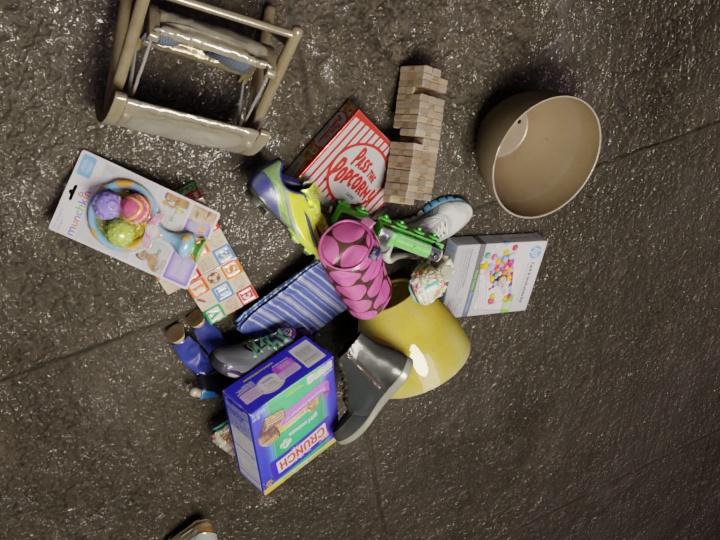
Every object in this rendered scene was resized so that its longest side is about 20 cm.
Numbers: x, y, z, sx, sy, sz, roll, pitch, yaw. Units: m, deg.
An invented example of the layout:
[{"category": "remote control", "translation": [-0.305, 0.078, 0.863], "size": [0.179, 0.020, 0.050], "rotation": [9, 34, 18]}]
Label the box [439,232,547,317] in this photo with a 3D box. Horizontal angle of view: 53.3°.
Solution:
[{"category": "box", "translation": [0.240, 0.009, 1.342], "size": [0.198, 0.041, 0.157], "rotation": [-4, 122, -26]}]

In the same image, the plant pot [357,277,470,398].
[{"category": "plant pot", "translation": [0.073, 0.099, 1.233], "size": [0.199, 0.200, 0.143], "rotation": [-28, 115, -8]}]

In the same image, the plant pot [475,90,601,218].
[{"category": "plant pot", "translation": [0.263, -0.204, 1.158], "size": [0.198, 0.135, 0.202], "rotation": [-13, 125, -20]}]

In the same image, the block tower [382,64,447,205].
[{"category": "block tower", "translation": [0.083, -0.199, 1.075], "size": [0.054, 0.058, 0.202], "rotation": [3, 98, -40]}]

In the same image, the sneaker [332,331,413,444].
[{"category": "sneaker", "translation": [-0.011, 0.186, 1.155], "size": [0.106, 0.075, 0.201], "rotation": [33, 113, -7]}]

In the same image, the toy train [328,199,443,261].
[{"category": "toy train", "translation": [0.044, -0.058, 1.106], "size": [0.198, 0.057, 0.042], "rotation": [19, 112, -19]}]

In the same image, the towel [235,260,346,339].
[{"category": "towel", "translation": [-0.093, 0.062, 1.189], "size": [0.199, 0.024, 0.145], "rotation": [-36, 139, 10]}]

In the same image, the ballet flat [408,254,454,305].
[{"category": "ballet flat", "translation": [0.125, 0.007, 1.188], "size": [0.063, 0.200, 0.076], "rotation": [-26, 101, 17]}]

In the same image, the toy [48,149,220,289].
[{"category": "toy", "translation": [-0.301, -0.066, 0.954], "size": [0.199, 0.047, 0.116], "rotation": [25, 91, -12]}]

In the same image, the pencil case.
[{"category": "pencil case", "translation": [0.000, 0.000, 1.081], "size": [0.094, 0.090, 0.200], "rotation": [-55, 160, -15]}]

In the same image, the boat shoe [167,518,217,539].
[{"category": "boat shoe", "translation": [-0.341, 0.541, 1.370], "size": [0.199, 0.069, 0.074], "rotation": [-36, 137, 25]}]

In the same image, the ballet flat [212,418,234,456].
[{"category": "ballet flat", "translation": [-0.166, 0.251, 1.255], "size": [0.199, 0.076, 0.064], "rotation": [-34, 88, -4]}]

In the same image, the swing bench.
[{"category": "swing bench", "translation": [-0.207, -0.247, 0.898], "size": [0.197, 0.130, 0.201], "rotation": [7, 117, -31]}]

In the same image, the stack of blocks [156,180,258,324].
[{"category": "stack of blocks", "translation": [-0.247, -0.017, 1.068], "size": [0.114, 0.059, 0.201], "rotation": [-29, 129, -7]}]

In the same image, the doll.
[{"category": "doll", "translation": [-0.234, 0.153, 1.189], "size": [0.136, 0.048, 0.201], "rotation": [-37, 130, -13]}]

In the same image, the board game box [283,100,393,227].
[{"category": "board game box", "translation": [-0.031, -0.136, 1.109], "size": [0.200, 0.046, 0.151], "rotation": [-48, 129, 8]}]

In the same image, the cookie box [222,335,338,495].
[{"category": "cookie box", "translation": [-0.121, 0.235, 1.158], "size": [0.171, 0.075, 0.201], "rotation": [-32, 138, -32]}]

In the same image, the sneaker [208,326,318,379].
[{"category": "sneaker", "translation": [-0.154, 0.121, 1.156], "size": [0.199, 0.074, 0.088], "rotation": [7, 118, -53]}]

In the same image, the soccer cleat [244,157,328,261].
[{"category": "soccer cleat", "translation": [-0.081, -0.083, 1.047], "size": [0.084, 0.065, 0.200], "rotation": [-45, 129, 2]}]

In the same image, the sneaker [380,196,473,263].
[{"category": "sneaker", "translation": [0.110, -0.058, 1.206], "size": [0.198, 0.087, 0.076], "rotation": [-24, 126, -13]}]
